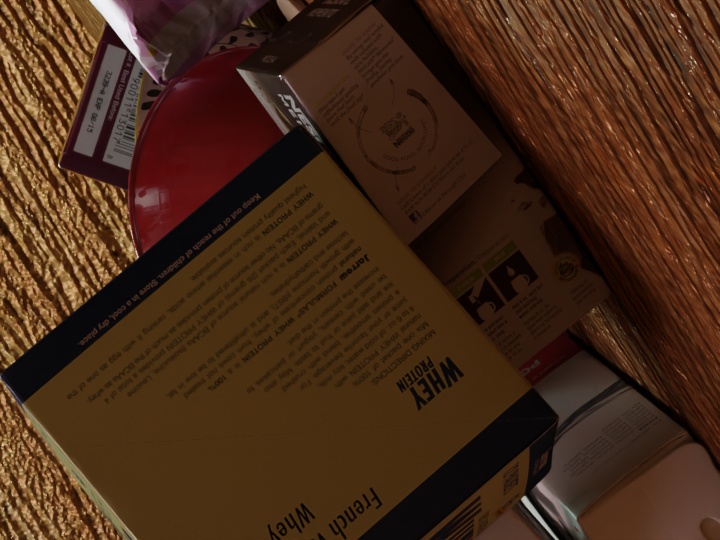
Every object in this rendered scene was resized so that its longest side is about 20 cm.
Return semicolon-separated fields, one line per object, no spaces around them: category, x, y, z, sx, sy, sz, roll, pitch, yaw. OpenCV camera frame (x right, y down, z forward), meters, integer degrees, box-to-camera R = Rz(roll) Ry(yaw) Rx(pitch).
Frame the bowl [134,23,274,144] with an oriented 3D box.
bowl;-0.057;-0.078;1.830;0.200;0.094;0.202;19;-111;-60

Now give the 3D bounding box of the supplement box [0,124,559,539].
supplement box;-0.037;0.078;1.397;0.200;0.200;0.134;48;172;13

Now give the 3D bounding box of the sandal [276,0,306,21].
sandal;-0.018;-0.086;1.725;0.212;0.069;0.078;51;175;24

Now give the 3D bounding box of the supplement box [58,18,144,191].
supplement box;-0.151;-0.134;1.969;0.085;0.111;0.200;19;-165;-5

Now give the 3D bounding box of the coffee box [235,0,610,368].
coffee box;0.032;-0.050;1.452;0.200;0.080;0.113;54;173;-15

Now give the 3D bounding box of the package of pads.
package of pads;-0.125;-0.211;1.564;0.200;0.120;0.076;49;174;30

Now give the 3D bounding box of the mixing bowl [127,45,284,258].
mixing bowl;-0.020;-0.040;1.566;0.201;0.200;0.108;54;148;-15

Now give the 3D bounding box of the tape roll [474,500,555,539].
tape roll;0.048;0.137;1.555;0.203;0.071;0.202;48;-179;-2

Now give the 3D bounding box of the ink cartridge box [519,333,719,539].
ink cartridge box;0.155;0.138;1.611;0.147;0.083;0.200;56;175;-22
